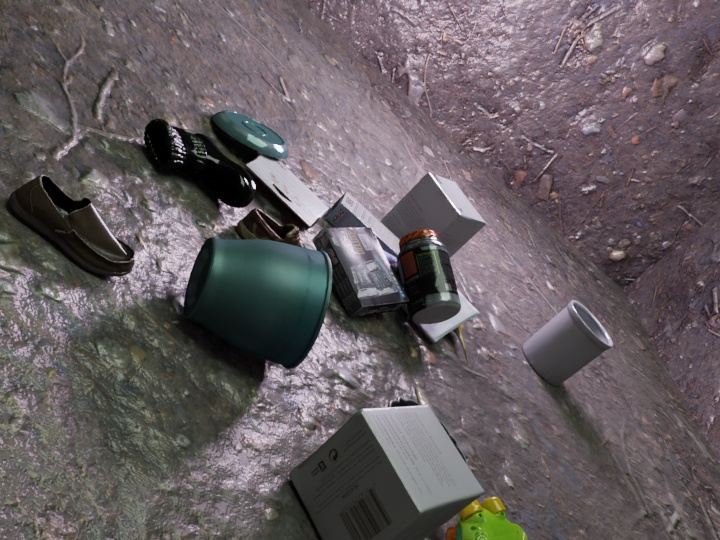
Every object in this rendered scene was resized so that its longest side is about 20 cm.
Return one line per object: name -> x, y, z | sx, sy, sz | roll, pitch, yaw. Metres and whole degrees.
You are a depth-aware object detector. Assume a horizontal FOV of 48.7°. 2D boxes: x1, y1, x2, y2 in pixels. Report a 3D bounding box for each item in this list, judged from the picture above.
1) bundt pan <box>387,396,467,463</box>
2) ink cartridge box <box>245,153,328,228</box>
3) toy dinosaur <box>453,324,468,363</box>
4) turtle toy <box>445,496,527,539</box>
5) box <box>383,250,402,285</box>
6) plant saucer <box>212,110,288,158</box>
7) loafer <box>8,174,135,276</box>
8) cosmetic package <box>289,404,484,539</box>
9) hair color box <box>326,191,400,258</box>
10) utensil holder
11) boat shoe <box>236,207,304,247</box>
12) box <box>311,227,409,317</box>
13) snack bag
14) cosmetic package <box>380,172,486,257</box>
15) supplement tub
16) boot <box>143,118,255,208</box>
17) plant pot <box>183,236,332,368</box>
bundt pan -> 0.095, 0.323, 1.379 | 0.202, 0.076, 0.202 | 37, 24, -20
ink cartridge box -> -0.173, -0.176, 1.810 | 0.200, 0.044, 0.174 | 44, 22, -5
toy dinosaur -> 0.229, 0.129, 1.983 | 0.101, 0.058, 0.200 | 29, 27, -38
turtle toy -> 0.217, 0.462, 1.322 | 0.200, 0.101, 0.146 | 19, 33, -49
box -> 0.016, -0.013, 1.837 | 0.200, 0.032, 0.121 | 27, 41, -29
plant saucer -> -0.255, -0.328, 1.884 | 0.200, 0.027, 0.200 | 27, 18, -10
loafer -> -0.408, -0.065, 1.156 | 0.200, 0.071, 0.073 | 37, 24, -22
cosmetic package -> 0.040, 0.315, 1.173 | 0.200, 0.167, 0.166 | 11, 40, -56
hair color box -> 0.013, -0.098, 1.985 | 0.200, 0.061, 0.099 | 43, 22, -10
utensil holder -> 0.597, 0.213, 2.305 | 0.170, 0.200, 0.170 | 37, 24, -20
boat shoe -> -0.151, -0.060, 1.607 | 0.200, 0.072, 0.072 | 35, 24, -25
box -> 0.000, 0.000, 1.736 | 0.158, 0.050, 0.200 | -3, 60, -48
snack bag -> 0.172, 0.068, 1.926 | 0.188, 0.021, 0.200 | -26, 69, -40
cosmetic package -> 0.201, -0.134, 2.197 | 0.165, 0.200, 0.165 | 10, 41, -55
supplement tub -> 0.155, 0.014, 1.849 | 0.122, 0.122, 0.200 | 20, 51, -48
boot -> -0.315, -0.204, 1.549 | 0.211, 0.079, 0.158 | 42, 13, 19
plant pot -> -0.173, 0.038, 1.266 | 0.188, 0.200, 0.200 | 17, 32, -23
